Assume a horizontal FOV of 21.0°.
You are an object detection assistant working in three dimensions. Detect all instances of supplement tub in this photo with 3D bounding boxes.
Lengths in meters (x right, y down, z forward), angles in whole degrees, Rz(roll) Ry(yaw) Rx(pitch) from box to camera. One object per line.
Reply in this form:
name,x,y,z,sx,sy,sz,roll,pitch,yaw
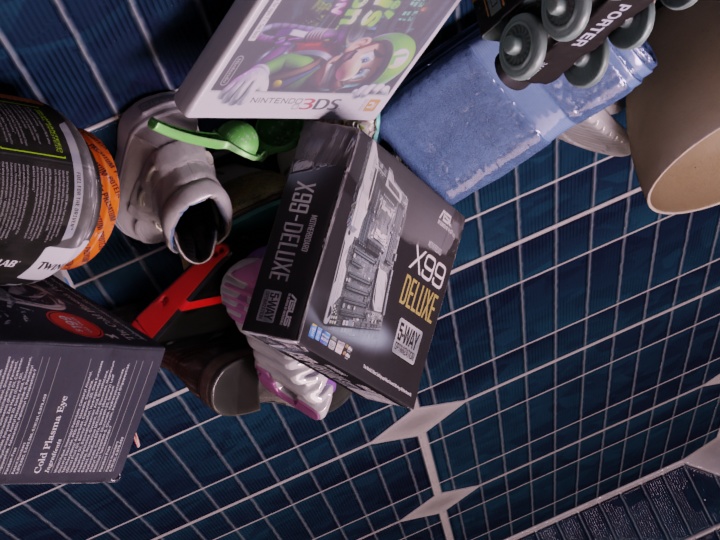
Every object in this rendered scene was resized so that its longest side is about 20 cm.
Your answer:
supplement tub,-0.250,-0.053,1.211,0.122,0.123,0.200,-35,158,28

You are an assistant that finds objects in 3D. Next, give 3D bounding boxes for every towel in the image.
towel,0.114,-0.140,1.459,0.200,0.112,0.049,-33,-158,17

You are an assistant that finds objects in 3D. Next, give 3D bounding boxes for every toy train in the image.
toy train,0.150,-0.202,1.298,0.085,0.114,0.200,1,154,-35

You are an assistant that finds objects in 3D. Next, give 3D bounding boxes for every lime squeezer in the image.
lime squeezer,-0.069,-0.104,1.355,0.200,0.038,0.071,-25,158,-36

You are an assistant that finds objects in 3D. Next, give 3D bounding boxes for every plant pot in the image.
plant pot,0.296,-0.155,1.585,0.200,0.135,0.200,-21,161,-8

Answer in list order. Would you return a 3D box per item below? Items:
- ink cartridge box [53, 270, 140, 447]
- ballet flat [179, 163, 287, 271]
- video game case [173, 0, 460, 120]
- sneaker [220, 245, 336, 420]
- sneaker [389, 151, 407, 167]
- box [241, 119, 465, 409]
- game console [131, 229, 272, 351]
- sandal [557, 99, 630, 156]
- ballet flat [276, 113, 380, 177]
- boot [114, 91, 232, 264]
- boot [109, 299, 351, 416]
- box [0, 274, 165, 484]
ink cartridge box,-0.236,0.067,1.514,0.067,0.116,0.200,-23,152,-7
ballet flat,-0.100,-0.044,1.495,0.070,0.071,0.200,-16,166,-24
video game case,-0.006,-0.175,1.281,0.181,0.023,0.200,-4,141,-46
sneaker,-0.044,0.030,1.489,0.089,0.080,0.200,-49,154,-19
sneaker,0.067,-0.081,1.597,0.099,0.078,0.200,-12,158,-41
box,0.000,0.000,1.417,0.050,0.158,0.200,11,167,28
game console,-0.069,0.003,1.540,0.200,0.031,0.177,-12,158,-38
sandal,0.186,-0.140,1.614,0.050,0.082,0.203,-68,157,-4
ballet flat,-0.039,-0.071,1.501,0.064,0.076,0.200,-4,152,-20
boot,-0.138,-0.042,1.415,0.073,0.096,0.200,-20,160,-13
boot,-0.115,0.063,1.659,0.200,0.174,0.069,0,108,-45
box,-0.267,0.052,1.272,0.182,0.200,0.104,4,110,-53
